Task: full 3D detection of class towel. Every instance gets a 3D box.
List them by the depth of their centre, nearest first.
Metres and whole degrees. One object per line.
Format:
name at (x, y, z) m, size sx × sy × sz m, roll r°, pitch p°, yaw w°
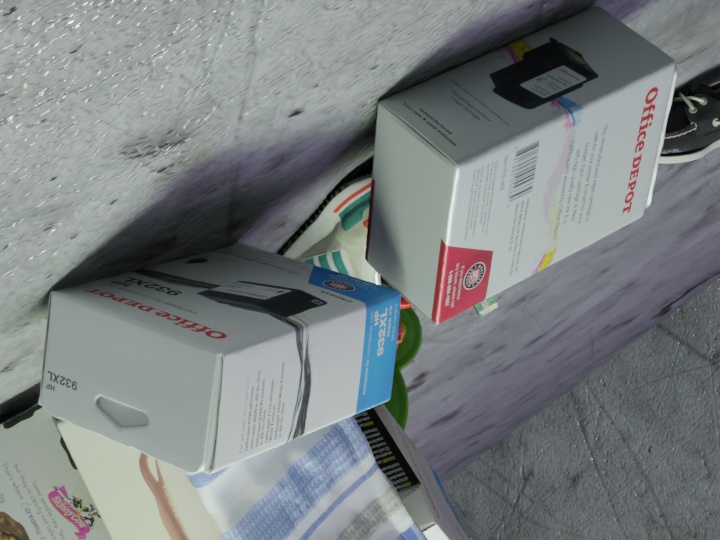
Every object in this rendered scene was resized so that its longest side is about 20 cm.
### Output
towel at (-0.031, 0.173, 1.372) m, size 0.024 × 0.200 × 0.147 m, roll -10°, pitch -154°, yaw 47°

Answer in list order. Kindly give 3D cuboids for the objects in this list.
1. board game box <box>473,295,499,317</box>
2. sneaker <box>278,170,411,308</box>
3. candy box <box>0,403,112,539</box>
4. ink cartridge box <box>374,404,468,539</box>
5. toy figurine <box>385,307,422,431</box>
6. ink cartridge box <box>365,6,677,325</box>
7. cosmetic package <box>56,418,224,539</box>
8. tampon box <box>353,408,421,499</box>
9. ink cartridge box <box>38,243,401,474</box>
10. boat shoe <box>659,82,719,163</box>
board game box at (0.070, -0.023, 1.509) m, size 0.023 × 0.105 × 0.200 m, roll -29°, pitch 170°, yaw 2°
sneaker at (0.000, 0.000, 1.442) m, size 0.070 × 0.094 × 0.200 m, roll -25°, pitch 167°, yaw -33°
candy box at (-0.278, 0.217, 1.402) m, size 0.200 × 0.168 × 0.072 m, roll -27°, pitch 174°, yaw -14°
ink cartridge box at (0.010, 0.220, 1.653) m, size 0.125 × 0.129 × 0.200 m, roll -29°, pitch 145°, yaw 4°
toy figurine at (-0.013, 0.065, 1.670) m, size 0.200 × 0.150 × 0.184 m, roll -51°, pitch 167°, yaw -22°
ink cartridge box at (0.108, -0.073, 1.317) m, size 0.200 × 0.083 × 0.146 m, roll -26°, pitch 141°, yaw -30°
cosmetic package at (-0.131, 0.165, 1.383) m, size 0.087 × 0.201 × 0.103 m, roll -21°, pitch -165°, yaw 10°
tampon box at (-0.080, 0.131, 1.516) m, size 0.150 × 0.200 × 0.126 m, roll -37°, pitch 168°, yaw 20°
ink cartridge box at (-0.088, 0.051, 1.261) m, size 0.200 × 0.145 × 0.084 m, roll -17°, pitch 119°, yaw -54°
boat shoe at (0.320, -0.144, 1.790) m, size 0.199 × 0.074 × 0.061 m, roll -11°, pitch 120°, yaw -22°
